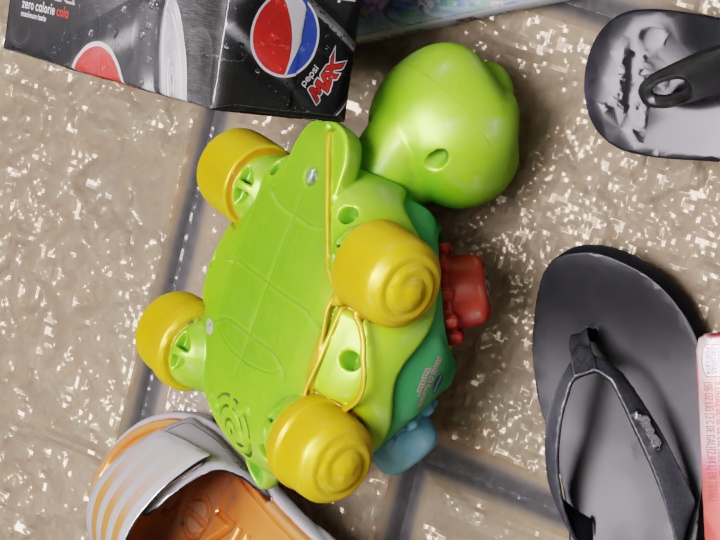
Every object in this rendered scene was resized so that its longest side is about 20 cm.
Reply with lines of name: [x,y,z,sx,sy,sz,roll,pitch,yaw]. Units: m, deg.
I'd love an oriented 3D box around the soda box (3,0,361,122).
soda box: [-0.077,-0.109,1.047,0.200,0.063,0.071,19,103,57]

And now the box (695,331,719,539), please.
box: [0.188,0.118,0.937,0.095,0.099,0.202,-2,91,29]

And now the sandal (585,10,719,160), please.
sandal: [0.176,-0.067,0.958,0.199,0.043,0.077,-2,91,29]

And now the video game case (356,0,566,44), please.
video game case: [0.002,-0.199,1.070,0.181,0.024,0.202,-9,87,29]

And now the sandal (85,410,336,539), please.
sandal: [-0.067,0.112,1.067,0.206,0.059,0.080,28,97,49]

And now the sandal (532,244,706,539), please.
sandal: [0.107,0.089,1.012,0.076,0.043,0.202,-7,89,29]

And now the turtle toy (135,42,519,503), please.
turtle toy: [0.000,0.000,1.034,0.146,0.101,0.201,35,107,48]

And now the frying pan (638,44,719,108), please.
frying pan: [0.183,-0.080,0.901,0.115,0.031,0.190,43,148,6]
